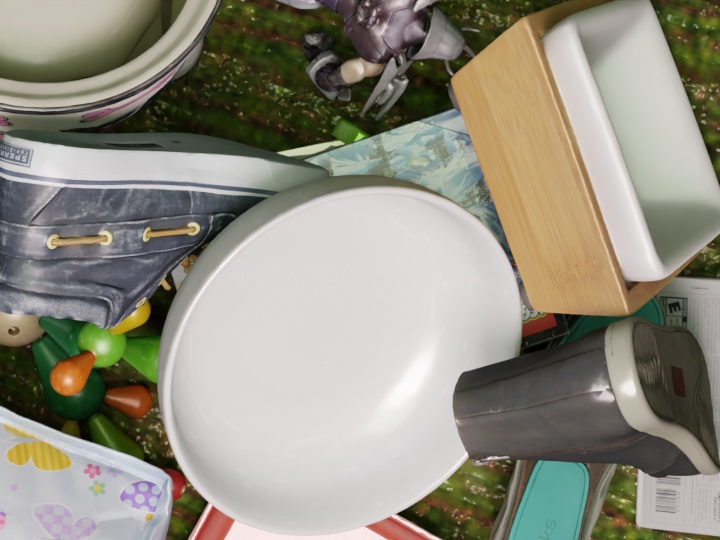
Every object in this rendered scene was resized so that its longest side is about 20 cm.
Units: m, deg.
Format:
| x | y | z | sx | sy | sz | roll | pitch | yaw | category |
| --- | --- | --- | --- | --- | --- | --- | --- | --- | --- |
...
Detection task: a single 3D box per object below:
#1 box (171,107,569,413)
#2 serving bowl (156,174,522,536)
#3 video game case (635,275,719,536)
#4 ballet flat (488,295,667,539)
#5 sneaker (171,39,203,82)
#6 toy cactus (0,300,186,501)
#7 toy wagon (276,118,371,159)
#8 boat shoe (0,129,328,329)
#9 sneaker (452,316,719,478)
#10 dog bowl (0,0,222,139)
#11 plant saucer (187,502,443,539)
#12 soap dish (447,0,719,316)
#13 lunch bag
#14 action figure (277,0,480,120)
| x | y | z | sx | sy | sz | roll | pitch | yaw | category |
| --- | --- | --- | --- | --- | --- | --- | --- | --- | --- |
| 0.000 | 0.000 | 1.395 | 0.199 | 0.040 | 0.138 | -18 | 92 | 2 | box |
| -0.017 | 0.035 | 1.321 | 0.199 | 0.066 | 0.201 | -11 | 120 | -20 | serving bowl |
| 0.248 | 0.080 | 1.401 | 0.199 | 0.018 | 0.144 | 4 | 94 | 29 | video game case |
| 0.114 | 0.101 | 1.423 | 0.067 | 0.064 | 0.201 | 22 | 75 | -1 | ballet flat |
| -0.183 | -0.153 | 1.411 | 0.199 | 0.076 | 0.076 | 21 | 92 | -1 | sneaker |
| -0.168 | 0.039 | 1.405 | 0.164 | 0.201 | 0.102 | 21 | 56 | 29 | toy cactus |
| 0.007 | 0.019 | 1.436 | 0.199 | 0.040 | 0.156 | 34 | 94 | -2 | toy wagon |
| -0.105 | -0.021 | 1.306 | 0.199 | 0.071 | 0.092 | 1 | 103 | -41 | boat shoe |
| 0.122 | 0.071 | 1.343 | 0.105 | 0.200 | 0.075 | -13 | 71 | 20 | sneaker |
| -0.168 | -0.155 | 1.324 | 0.198 | 0.074 | 0.202 | 3 | 66 | -7 | dog bowl |
| -0.025 | 0.224 | 1.450 | 0.199 | 0.037 | 0.201 | 29 | 94 | -1 | plant saucer |
| 0.123 | -0.063 | 1.358 | 0.081 | 0.200 | 0.158 | -19 | 94 | 21 | soap dish |
| -0.212 | 0.144 | 1.374 | 0.199 | 0.170 | 0.128 | 24 | 69 | 0 | lunch bag |
| -0.021 | -0.167 | 1.404 | 0.199 | 0.069 | 0.131 | 29 | 105 | 6 | action figure |
